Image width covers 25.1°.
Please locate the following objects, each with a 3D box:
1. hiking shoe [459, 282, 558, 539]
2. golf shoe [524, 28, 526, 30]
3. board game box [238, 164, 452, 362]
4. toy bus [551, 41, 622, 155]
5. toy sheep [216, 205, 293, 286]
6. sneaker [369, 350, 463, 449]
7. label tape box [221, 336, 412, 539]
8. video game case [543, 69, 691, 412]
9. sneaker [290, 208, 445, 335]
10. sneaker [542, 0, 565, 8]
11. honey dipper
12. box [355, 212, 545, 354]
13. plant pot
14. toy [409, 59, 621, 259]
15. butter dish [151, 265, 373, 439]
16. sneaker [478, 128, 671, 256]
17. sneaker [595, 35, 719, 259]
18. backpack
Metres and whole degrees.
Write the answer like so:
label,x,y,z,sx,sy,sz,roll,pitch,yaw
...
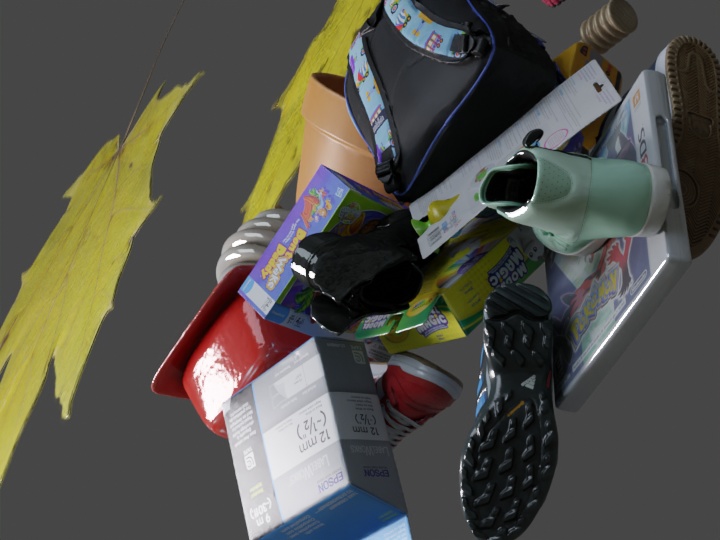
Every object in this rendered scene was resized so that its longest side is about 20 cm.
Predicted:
label,x,y,z,sx,sy,sz,roll,pitch,yaw
hiking shoe,0.122,0.114,1.253,0.087,0.074,0.202,55,-136,-75
golf shoe,0.116,-0.212,1.628,0.079,0.097,0.201,-52,16,30
board game box,0.000,0.000,1.449,0.045,0.199,0.135,41,102,38
toy bus,0.158,-0.125,1.504,0.200,0.078,0.066,-35,29,44
toy sheep,-0.103,0.007,1.826,0.138,0.137,0.201,-33,27,46
sneaker,0.019,0.137,1.444,0.113,0.071,0.200,-59,13,-18
label tape box,-0.039,0.179,1.399,0.143,0.066,0.202,-35,57,39
video game case,0.189,-0.021,1.232,0.201,0.023,0.184,117,160,-49
sneaker,0.022,0.000,1.339,0.104,0.198,0.061,27,119,43
sneaker,0.218,-0.340,1.663,0.200,0.074,0.081,-37,28,56
honey dipper,0.198,-0.204,1.601,0.200,0.038,0.038,-37,28,51
box,0.091,0.007,1.396,0.200,0.049,0.117,-38,12,-33
plant pot,0.018,-0.101,1.649,0.200,0.198,0.141,-126,55,-68
toy,0.131,-0.081,1.318,0.199,0.047,0.115,-35,21,11
butter dish,-0.072,0.109,1.573,0.200,0.198,0.149,-52,46,33
sneaker,0.136,-0.058,1.189,0.200,0.117,0.075,166,114,-76
sneaker,0.236,-0.078,1.283,0.108,0.069,0.202,-44,31,55
backpack,0.075,-0.169,1.443,0.183,0.134,0.201,-57,37,24
